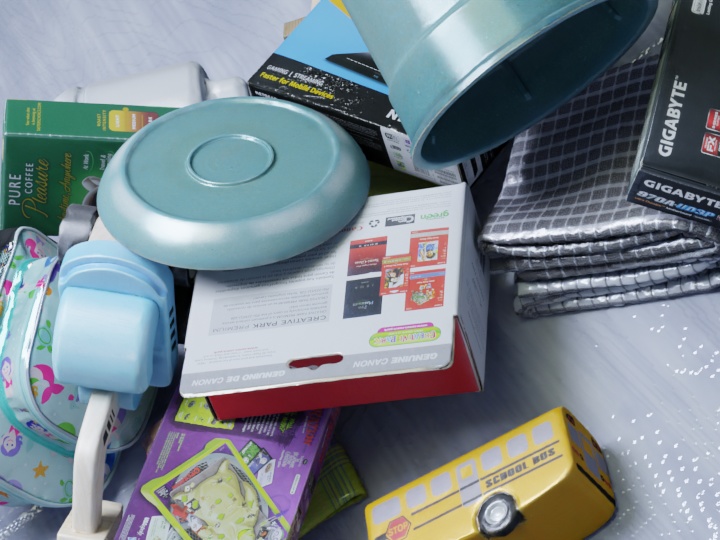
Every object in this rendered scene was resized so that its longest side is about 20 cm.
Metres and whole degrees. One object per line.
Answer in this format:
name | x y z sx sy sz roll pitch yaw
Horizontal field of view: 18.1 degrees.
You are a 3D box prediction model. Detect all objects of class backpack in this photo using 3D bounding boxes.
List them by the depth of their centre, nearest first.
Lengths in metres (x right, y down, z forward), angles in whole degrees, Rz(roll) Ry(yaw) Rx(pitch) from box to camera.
backpack | -0.250 0.085 1.770 0.150 0.177 0.201 1 64 47

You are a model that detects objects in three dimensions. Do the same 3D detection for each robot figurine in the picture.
robot figurine | -0.182 -0.107 1.883 0.199 0.170 0.114 -12 83 5

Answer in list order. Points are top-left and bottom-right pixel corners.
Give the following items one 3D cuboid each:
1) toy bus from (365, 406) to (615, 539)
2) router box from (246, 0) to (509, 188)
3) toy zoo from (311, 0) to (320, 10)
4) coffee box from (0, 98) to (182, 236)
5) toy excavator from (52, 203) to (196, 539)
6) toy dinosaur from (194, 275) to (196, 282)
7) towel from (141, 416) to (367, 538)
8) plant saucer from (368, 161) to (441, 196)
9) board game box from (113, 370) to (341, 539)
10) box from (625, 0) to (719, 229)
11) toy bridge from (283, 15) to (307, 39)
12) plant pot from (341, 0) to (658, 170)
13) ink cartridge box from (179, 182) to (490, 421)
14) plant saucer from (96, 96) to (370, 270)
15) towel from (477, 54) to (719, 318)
toy bus | 0.070 0.174 1.527 0.199 0.065 0.079 -29 45 18
router box | 0.036 -0.150 1.724 0.199 0.051 0.149 20 57 32
toy zoo | 0.057 -0.282 1.898 0.199 0.020 0.132 -9 56 24
coffee box | -0.185 -0.078 1.791 0.199 0.123 0.044 1 51 -8
toy excavator | -0.184 0.081 1.634 0.099 0.195 0.201 10 47 7
toy dinosaur | -0.128 -0.016 1.756 0.077 0.200 0.102 44 82 5
towel | -0.083 0.142 1.707 0.143 0.023 0.200 -40 43 6
plant saucer | 0.000 0.000 1.707 0.199 0.031 0.201 -7 69 19
board game box | -0.093 0.148 1.591 0.119 0.032 0.201 5 46 16
box | 0.276 -0.114 1.524 0.158 0.046 0.201 17 60 1
toy bridge | -0.026 -0.282 1.979 0.067 0.027 0.201 -15 51 27
plant pot | 0.067 -0.206 1.555 0.200 0.200 0.197 -36 76 10
ink cartridge box | -0.016 0.039 1.592 0.199 0.084 0.176 -7 44 14
plant saucer | -0.092 -0.071 1.630 0.199 0.028 0.201 -3 37 2
towel | 0.186 -0.066 1.603 0.199 0.086 0.166 -9 53 34
